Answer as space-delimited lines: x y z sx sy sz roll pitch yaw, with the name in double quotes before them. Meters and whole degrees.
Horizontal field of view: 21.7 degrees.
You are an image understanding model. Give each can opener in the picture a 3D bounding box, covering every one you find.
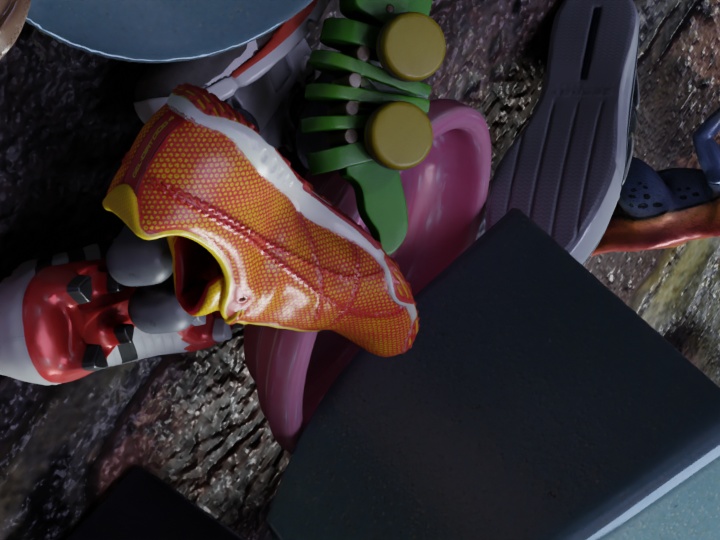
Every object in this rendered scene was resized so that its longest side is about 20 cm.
"can opener" -0.046 -0.049 0.868 0.201 0.066 0.054 -62 141 -47

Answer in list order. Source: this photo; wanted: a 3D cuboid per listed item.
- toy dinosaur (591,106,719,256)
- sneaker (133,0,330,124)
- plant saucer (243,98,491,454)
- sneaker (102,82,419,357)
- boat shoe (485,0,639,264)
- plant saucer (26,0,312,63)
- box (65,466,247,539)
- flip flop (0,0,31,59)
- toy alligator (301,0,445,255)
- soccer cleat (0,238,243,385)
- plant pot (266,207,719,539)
"toy dinosaur" 0.205 -0.031 1.115 0.105 0.181 0.201 33 86 -50
"sneaker" -0.049 -0.154 0.880 0.082 0.077 0.200 47 72 -21
"plant saucer" 0.000 0.000 0.978 0.201 0.051 0.201 -51 156 -32
"sneaker" -0.042 -0.007 0.806 0.077 0.073 0.200 -52 138 -1
"boat shoe" 0.128 -0.065 1.066 0.071 0.072 0.201 58 46 -52
"plant saucer" -0.084 -0.189 0.795 0.199 0.039 0.203 -8 119 -15
"box" -0.113 0.250 0.980 0.200 0.117 0.197 -47 138 -20
"flip flop" -0.159 -0.105 0.754 0.057 0.081 0.201 -12 127 -19
"toy alligator" 0.005 -0.108 0.848 0.054 0.059 0.202 8 88 -17
"soccer cleat" -0.121 0.014 0.884 0.200 0.084 0.069 -23 108 -66
"plant pot" 0.071 0.132 0.936 0.199 0.196 0.197 -33 135 -10
